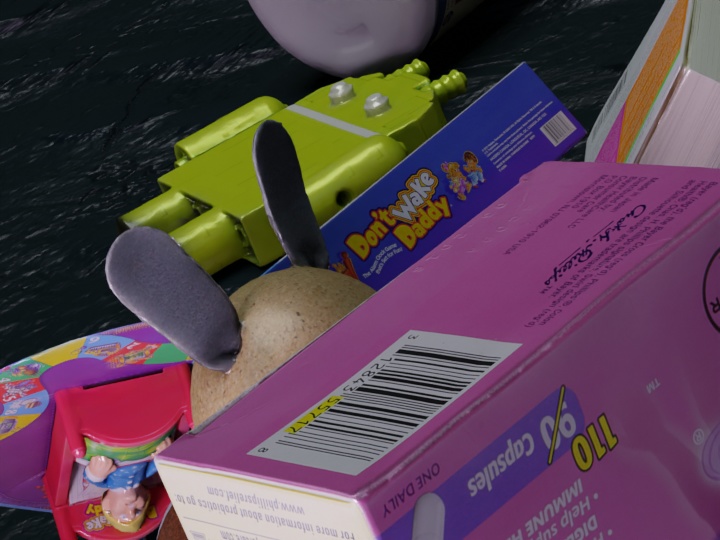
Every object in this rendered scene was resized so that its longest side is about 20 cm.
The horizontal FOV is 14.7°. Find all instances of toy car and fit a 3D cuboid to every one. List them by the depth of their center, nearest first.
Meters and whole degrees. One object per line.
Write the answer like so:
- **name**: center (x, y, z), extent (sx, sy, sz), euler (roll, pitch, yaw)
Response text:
- **toy car**: center (-0.031, 0.055, 1.030), extent (0.157, 0.201, 0.164), euler (-4, 28, 38)

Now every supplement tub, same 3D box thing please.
- **supplement tub**: center (0.032, -0.220, 1.687), extent (0.145, 0.146, 0.200), euler (-1, 30, 43)

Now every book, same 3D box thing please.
- **book**: center (0.138, -0.067, 1.273), extent (0.134, 0.048, 0.200), euler (-61, 6, 27)

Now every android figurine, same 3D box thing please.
- **android figurine**: center (-0.033, -0.058, 1.519), extent (0.199, 0.041, 0.182), euler (-31, 23, -15)

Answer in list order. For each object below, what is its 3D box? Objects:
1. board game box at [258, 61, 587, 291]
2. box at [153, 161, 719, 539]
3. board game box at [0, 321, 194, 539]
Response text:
- **board game box**: center (0.000, 0.000, 1.260), extent (0.200, 0.045, 0.134), euler (-40, -3, -38)
- **box**: center (0.063, 0.097, 0.839), extent (0.176, 0.201, 0.096), euler (-36, 25, -32)
- **board game box**: center (-0.090, 0.078, 1.126), extent (0.158, 0.039, 0.200), euler (-30, -24, 26)
